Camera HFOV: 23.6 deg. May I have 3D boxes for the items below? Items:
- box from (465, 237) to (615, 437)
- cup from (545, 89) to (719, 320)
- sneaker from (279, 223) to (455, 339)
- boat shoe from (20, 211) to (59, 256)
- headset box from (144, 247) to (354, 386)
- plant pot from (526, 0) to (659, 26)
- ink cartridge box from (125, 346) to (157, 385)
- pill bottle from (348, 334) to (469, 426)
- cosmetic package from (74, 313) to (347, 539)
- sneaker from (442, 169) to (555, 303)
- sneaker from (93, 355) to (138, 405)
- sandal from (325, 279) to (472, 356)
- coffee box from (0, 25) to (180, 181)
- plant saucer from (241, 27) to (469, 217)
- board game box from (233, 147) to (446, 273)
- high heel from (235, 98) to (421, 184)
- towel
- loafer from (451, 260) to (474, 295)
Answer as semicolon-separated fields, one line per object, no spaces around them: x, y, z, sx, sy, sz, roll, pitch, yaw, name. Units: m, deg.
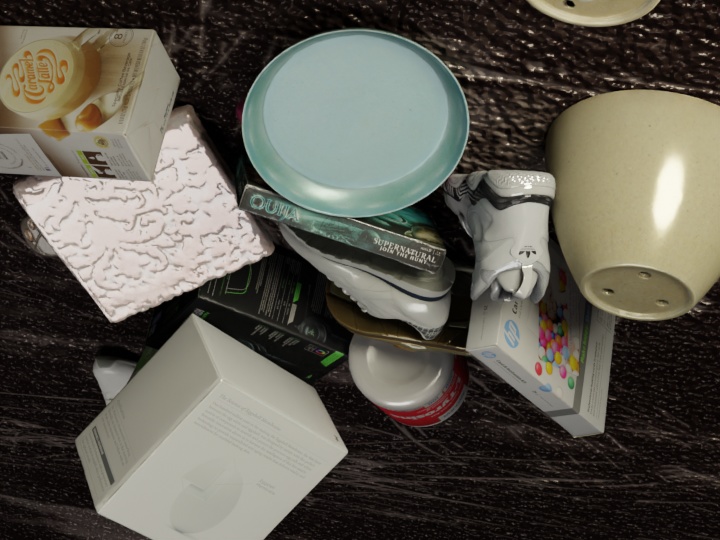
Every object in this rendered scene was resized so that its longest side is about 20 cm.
0.183;0.052;1.706;0.041;0.157;0.200;-14;142;37;box
0.251;-0.042;1.513;0.198;0.144;0.201;10;153;5;cup
0.000;0.000;1.710;0.199;0.076;0.081;30;139;22;sneaker
-0.246;-0.073;1.745;0.198;0.074;0.075;-9;125;3;boat shoe
-0.111;0.052;1.899;0.199;0.093;0.174;22;152;-19;headset box
0.154;-0.261;1.075;0.186;0.201;0.188;10;152;5;plant pot
-0.211;0.152;2.022;0.067;0.118;0.200;29;177;-27;ink cartridge box
0.059;0.110;1.889;0.111;0.113;0.200;5;168;13;pill bottle
-0.160;0.187;1.841;0.200;0.123;0.199;-45;129;13;cosmetic package
0.120;-0.030;1.563;0.074;0.116;0.200;2;180;-14;sneaker
-0.296;0.176;2.229;0.070;0.081;0.201;5;150;19;sneaker
0.055;0.049;1.755;0.198;0.081;0.054;15;156;18;sandal
-0.278;-0.152;1.560;0.198;0.115;0.080;3;152;16;coffee box
-0.004;-0.132;1.508;0.198;0.028;0.201;-1;131;-1;plant saucer
-0.022;-0.058;1.635;0.198;0.028;0.135;18;-165;-12;board game box
-0.013;-0.124;1.571;0.199;0.068;0.096;23;141;-30;high heel
-0.210;-0.054;1.695;0.199;0.032;0.192;-22;126;14;towel
0.148;0.045;1.801;0.199;0.070;0.070;23;160;-17;loafer
